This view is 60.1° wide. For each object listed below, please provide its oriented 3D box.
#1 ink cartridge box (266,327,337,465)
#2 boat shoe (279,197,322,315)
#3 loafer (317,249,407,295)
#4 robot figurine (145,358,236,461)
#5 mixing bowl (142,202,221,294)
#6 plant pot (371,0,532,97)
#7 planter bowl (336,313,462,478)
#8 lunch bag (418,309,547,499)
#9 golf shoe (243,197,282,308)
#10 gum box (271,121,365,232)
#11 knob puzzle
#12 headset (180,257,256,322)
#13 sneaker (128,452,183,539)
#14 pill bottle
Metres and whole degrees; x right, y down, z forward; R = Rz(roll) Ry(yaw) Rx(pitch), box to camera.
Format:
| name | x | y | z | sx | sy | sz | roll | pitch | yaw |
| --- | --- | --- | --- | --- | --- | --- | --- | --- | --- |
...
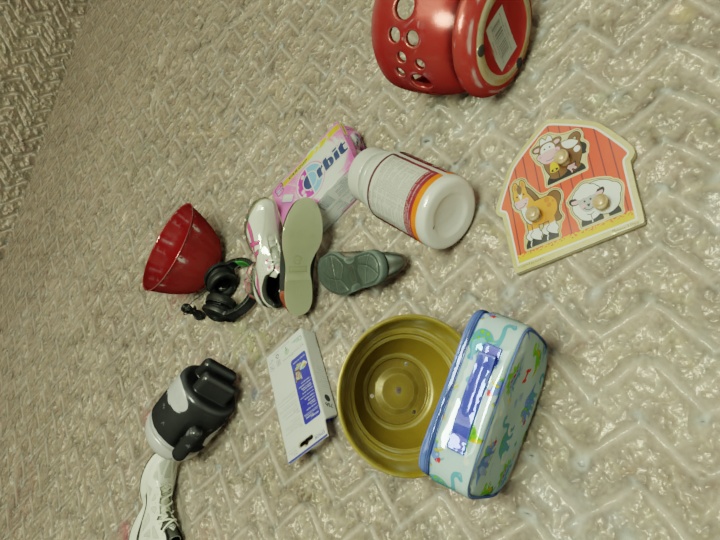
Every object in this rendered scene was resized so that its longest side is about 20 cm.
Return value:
| name | x | y | z | sx | sy | sz | roll | pitch | yaw |
| --- | --- | --- | --- | --- | --- | --- | --- | --- | --- |
| ink cartridge box | -0.096 | 0.205 | 1.020 | 0.099 | 0.039 | 0.202 | -39 | 48 | 25 |
| boat shoe | -0.107 | -0.026 | 1.081 | 0.063 | 0.070 | 0.205 | -146 | 59 | -74 |
| loafer | 0.000 | 0.000 | 1.008 | 0.199 | 0.062 | 0.074 | -4 | 95 | 58 |
| robot figurine | -0.308 | 0.259 | 1.146 | 0.125 | 0.150 | 0.201 | 45 | 106 | 14 |
| mixing bowl | -0.363 | -0.028 | 1.316 | 0.199 | 0.107 | 0.203 | -36 | 39 | 36 |
| plant pot | 0.143 | -0.362 | 0.922 | 0.181 | 0.199 | 0.204 | 23 | 89 | 39 |
| planter bowl | 0.059 | 0.162 | 0.824 | 0.083 | 0.197 | 0.204 | 153 | 134 | -77 |
| lunch bag | 0.145 | 0.152 | 0.716 | 0.081 | 0.160 | 0.204 | 18 | 85 | 30 |
| golf shoe | -0.162 | -0.030 | 1.131 | 0.091 | 0.072 | 0.204 | 26 | 122 | 43 |
| gum box | -0.064 | -0.159 | 1.123 | 0.200 | 0.066 | 0.115 | -42 | 49 | 23 |
| knob puzzle | 0.261 | -0.118 | 0.818 | 0.217 | 0.030 | 0.224 | -20 | 59 | 38 |
| headset | -0.275 | 0.053 | 1.254 | 0.197 | 0.094 | 0.126 | -19 | 55 | 20 |
| sneaker | -0.359 | 0.444 | 1.163 | 0.114 | 0.075 | 0.205 | 12 | 89 | 37 |
| pill bottle | 0.071 | -0.117 | 0.944 | 0.199 | 0.109 | 0.111 | 35 | 97 | 47 |
